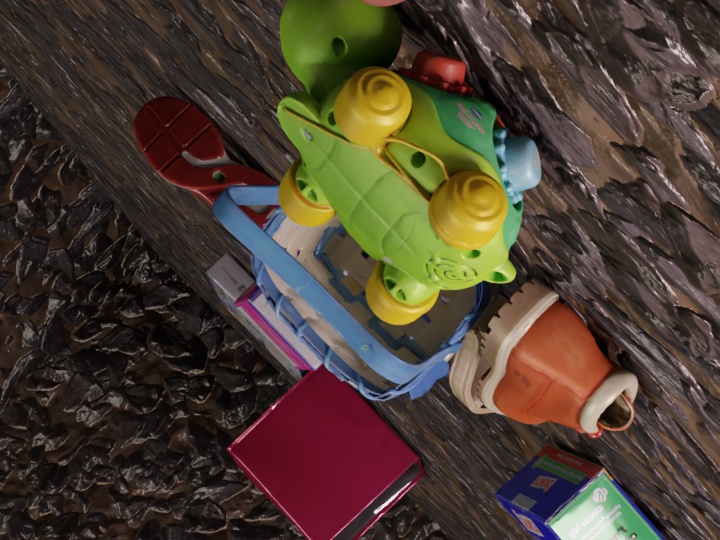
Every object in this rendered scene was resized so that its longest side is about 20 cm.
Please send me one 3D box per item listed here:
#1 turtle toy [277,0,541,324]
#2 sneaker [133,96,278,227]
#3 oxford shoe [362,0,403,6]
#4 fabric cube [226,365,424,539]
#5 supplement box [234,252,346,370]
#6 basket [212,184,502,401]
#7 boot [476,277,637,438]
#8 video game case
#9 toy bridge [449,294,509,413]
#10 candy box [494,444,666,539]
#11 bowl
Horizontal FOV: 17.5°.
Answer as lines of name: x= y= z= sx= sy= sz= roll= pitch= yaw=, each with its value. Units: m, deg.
turtle toy: x=0.021 y=-0.073 z=1.296 sx=0.200 sy=0.101 sz=0.146 roll=49 pitch=150 yaw=5
sneaker: x=-0.145 y=-0.086 z=2.361 sx=0.200 sy=0.078 sz=0.116 roll=45 pitch=172 yaw=23
oxford shoe: x=-0.007 y=-0.201 z=0.974 sx=0.075 sy=0.070 sz=0.200 roll=-4 pitch=134 yaw=46
fabric cube: x=-0.048 y=0.277 z=3.362 sx=0.199 sy=0.196 sz=0.200 roll=45 pitch=174 yaw=12
supplement box: x=-0.055 y=0.032 z=2.384 sx=0.103 sy=0.101 sz=0.200 roll=46 pitch=174 yaw=-5
basket: x=0.000 y=0.000 z=1.606 sx=0.176 sy=0.139 sz=0.200 roll=45 pitch=-156 yaw=12
boot: x=0.140 y=0.083 z=1.620 sx=0.107 sy=0.075 sz=0.200 roll=40 pitch=171 yaw=14
video game case: x=-0.132 y=0.073 z=3.333 sx=0.181 sy=0.045 sz=0.200 roll=44 pitch=173 yaw=12
toy bridge: x=0.102 y=0.078 z=1.827 sx=0.027 sy=0.067 sz=0.200 roll=43 pitch=172 yaw=25
candy box: x=0.225 y=0.254 z=2.056 sx=0.200 sy=0.077 sz=0.169 roll=47 pitch=174 yaw=-11
bowl: x=0.014 y=0.002 z=1.818 sx=0.201 sy=0.039 sz=0.201 roll=155 pitch=90 yaw=-87
